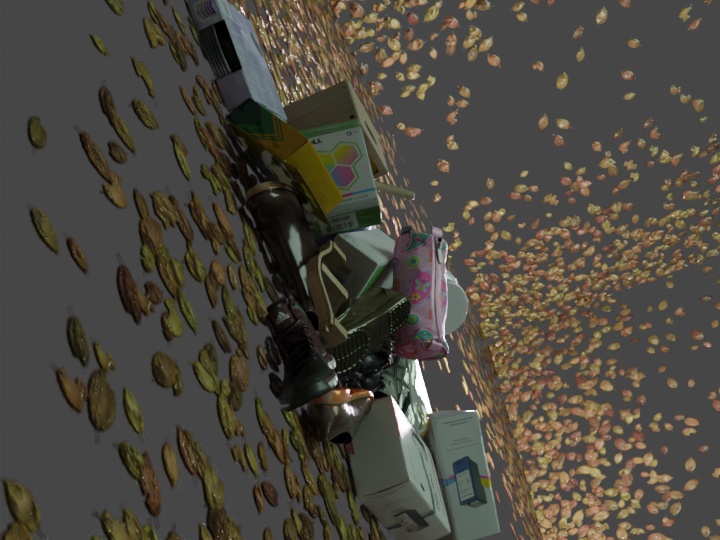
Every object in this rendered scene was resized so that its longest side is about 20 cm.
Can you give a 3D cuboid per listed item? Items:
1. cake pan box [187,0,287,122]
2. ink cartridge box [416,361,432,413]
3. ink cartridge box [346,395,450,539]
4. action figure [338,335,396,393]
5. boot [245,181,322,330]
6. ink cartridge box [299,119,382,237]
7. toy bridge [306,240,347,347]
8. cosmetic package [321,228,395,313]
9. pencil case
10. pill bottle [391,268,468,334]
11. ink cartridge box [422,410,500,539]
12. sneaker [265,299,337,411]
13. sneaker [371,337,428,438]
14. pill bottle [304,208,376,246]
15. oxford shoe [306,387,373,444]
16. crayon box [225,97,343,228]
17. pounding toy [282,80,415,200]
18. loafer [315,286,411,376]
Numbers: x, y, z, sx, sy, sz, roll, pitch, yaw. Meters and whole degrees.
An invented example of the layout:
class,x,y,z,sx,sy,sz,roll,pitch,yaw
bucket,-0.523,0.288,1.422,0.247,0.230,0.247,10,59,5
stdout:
class,x,y,z,sx,sy,sz,roll,pitch,yaw
cake pan box,-0.188,-0.321,1.562,0.200,0.052,0.185,1,66,-79
ink cartridge box,0.050,0.175,1.719,0.200,0.075,0.148,56,16,-55
ink cartridge box,0.053,0.297,1.469,0.200,0.084,0.146,60,13,-49
action figure,0.006,0.132,1.523,0.200,0.102,0.119,-34,119,-50
boot,-0.090,-0.019,1.386,0.200,0.072,0.167,56,13,-64
ink cartridge box,-0.037,-0.157,1.537,0.059,0.103,0.201,76,2,-63
toy bridge,-0.045,0.019,1.351,0.067,0.027,0.200,51,20,-29
cosmetic package,0.000,0.000,1.594,0.085,0.108,0.200,36,16,13
pencil case,0.092,0.035,1.519,0.087,0.087,0.201,53,35,-57
pill bottle,0.099,0.034,1.723,0.116,0.116,0.200,64,-10,-24
ink cartridge box,0.143,0.333,1.637,0.145,0.087,0.201,155,-73,-70
sneaker,-0.084,0.096,1.222,0.116,0.075,0.200,63,0,-6
sneaker,0.043,0.178,1.595,0.087,0.076,0.201,8,45,-30
pill bottle,-0.046,-0.098,1.664,0.200,0.115,0.116,51,21,-61
oxford shoe,-0.030,0.193,1.338,0.200,0.071,0.073,21,68,-71
crayon box,-0.100,-0.153,1.429,0.200,0.051,0.127,40,-13,43
pounding toy,-0.032,-0.196,1.743,0.200,0.183,0.143,54,17,-55
loafer,-0.013,0.084,1.415,0.067,0.200,0.076,29,-49,35
